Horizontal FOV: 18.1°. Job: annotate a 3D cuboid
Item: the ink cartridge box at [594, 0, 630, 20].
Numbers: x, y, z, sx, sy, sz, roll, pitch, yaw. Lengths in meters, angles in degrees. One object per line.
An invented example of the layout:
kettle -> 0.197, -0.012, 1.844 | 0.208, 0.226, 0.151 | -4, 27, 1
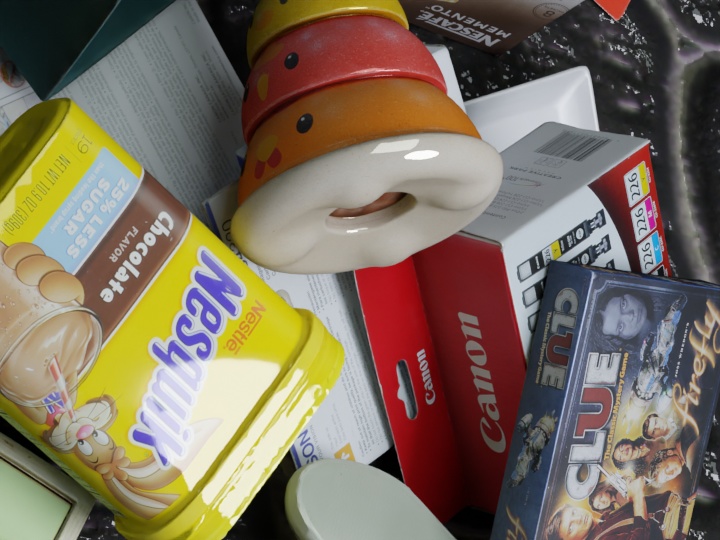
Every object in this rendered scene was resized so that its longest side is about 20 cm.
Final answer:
ink cartridge box -> 0.142, -0.292, 1.502 | 0.200, 0.057, 0.163 | 38, 60, -10

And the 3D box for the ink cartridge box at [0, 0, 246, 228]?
ink cartridge box -> -0.149, -0.072, 1.248 | 0.200, 0.057, 0.163 | -30, 92, -35

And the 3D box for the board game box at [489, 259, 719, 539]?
board game box -> 0.141, 0.101, 1.277 | 0.135, 0.035, 0.201 | 6, 97, -43

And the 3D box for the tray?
tray -> 0.069, -0.052, 1.389 | 0.199, 0.022, 0.108 | -19, 107, -33

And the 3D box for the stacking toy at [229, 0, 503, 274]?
stacking toy -> -0.017, -0.109, 1.194 | 0.145, 0.146, 0.201 | -4, 67, -31

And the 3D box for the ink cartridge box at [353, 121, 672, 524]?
ink cartridge box -> 0.099, 0.045, 1.305 | 0.175, 0.084, 0.201 | -34, 122, -33

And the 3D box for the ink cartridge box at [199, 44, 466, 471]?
ink cartridge box -> 0.000, 0.000, 1.296 | 0.200, 0.043, 0.197 | -33, 117, -33

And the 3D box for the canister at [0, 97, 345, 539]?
canister -> -0.124, 0.030, 1.138 | 0.200, 0.086, 0.149 | 44, 72, -23

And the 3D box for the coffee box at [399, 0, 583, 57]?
coffee box -> 0.034, -0.214, 1.376 | 0.199, 0.114, 0.080 | 18, 67, -26

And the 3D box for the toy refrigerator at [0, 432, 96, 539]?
toy refrigerator -> -0.240, 0.098, 1.150 | 0.200, 0.070, 0.076 | 36, 60, -17

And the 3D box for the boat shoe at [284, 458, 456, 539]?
boat shoe -> 0.024, 0.177, 1.277 | 0.200, 0.071, 0.070 | 36, 52, -25

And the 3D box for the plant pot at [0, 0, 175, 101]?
plant pot -> -0.161, -0.224, 1.161 | 0.200, 0.141, 0.141 | 48, 59, -2
